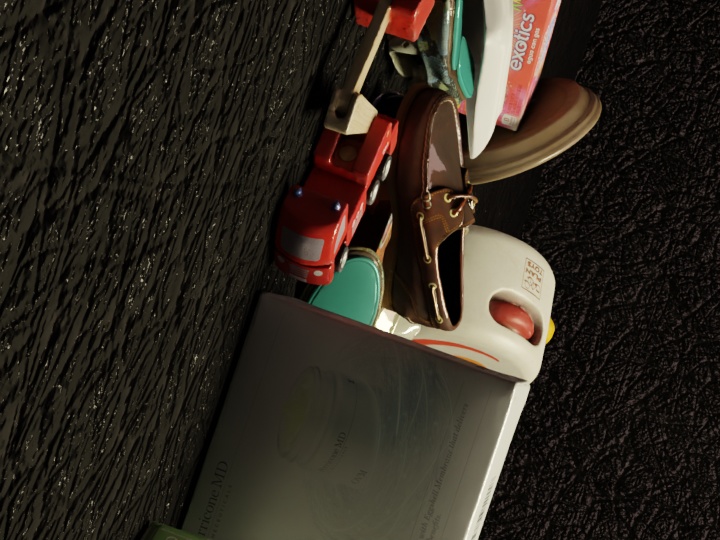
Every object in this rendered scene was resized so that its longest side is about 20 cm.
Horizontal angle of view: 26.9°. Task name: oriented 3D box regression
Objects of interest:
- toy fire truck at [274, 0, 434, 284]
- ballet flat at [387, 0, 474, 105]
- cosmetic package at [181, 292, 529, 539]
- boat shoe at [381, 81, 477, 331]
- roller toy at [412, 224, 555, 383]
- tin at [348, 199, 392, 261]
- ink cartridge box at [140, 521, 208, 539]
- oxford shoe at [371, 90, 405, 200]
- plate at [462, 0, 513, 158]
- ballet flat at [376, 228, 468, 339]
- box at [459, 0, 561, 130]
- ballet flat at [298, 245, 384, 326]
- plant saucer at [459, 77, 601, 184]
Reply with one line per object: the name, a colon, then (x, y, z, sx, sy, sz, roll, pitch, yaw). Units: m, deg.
toy fire truck: (-0.006, -0.104, 1.075, 0.141, 0.048, 0.201, 94, 18, -56)
ballet flat: (0.054, -0.183, 1.210, 0.200, 0.074, 0.075, 70, 40, -71)
cosmetic package: (-0.004, 0.143, 1.101, 0.123, 0.199, 0.201, 21, 88, -78)
boat shoe: (0.061, -0.047, 1.189, 0.070, 0.070, 0.201, -30, 132, -43)
roller toy: (0.111, 0.037, 1.579, 0.183, 0.198, 0.141, 93, 10, -67)
tin: (0.000, 0.000, 1.321, 0.201, 0.042, 0.112, 104, 6, -50)
ink cartridge box: (-0.158, 0.269, 0.926, 0.200, 0.048, 0.146, -59, 166, -62)
oxford shoe: (0.041, -0.115, 1.268, 0.200, 0.071, 0.073, -46, 149, -68)
plate: (0.113, -0.233, 1.353, 0.200, 0.032, 0.201, 91, -2, -64)
ballet flat: (0.044, 0.027, 1.468, 0.201, 0.069, 0.069, -60, 169, -8)
box: (0.150, -0.261, 1.534, 0.103, 0.094, 0.201, -59, 165, -53)
ballet flat: (-0.028, 0.058, 1.246, 0.071, 0.070, 0.201, -54, 159, -62)
plant saucer: (0.159, -0.154, 1.605, 0.030, 0.199, 0.200, 65, 30, -23)
